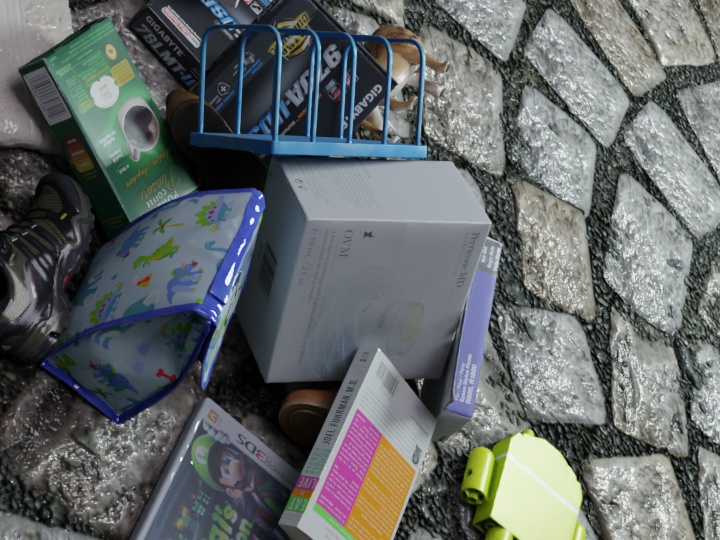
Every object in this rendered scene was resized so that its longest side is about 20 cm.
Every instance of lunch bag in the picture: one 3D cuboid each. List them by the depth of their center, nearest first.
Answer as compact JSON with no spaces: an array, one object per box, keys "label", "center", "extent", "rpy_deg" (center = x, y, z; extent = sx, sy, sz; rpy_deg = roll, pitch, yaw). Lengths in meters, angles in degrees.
[{"label":"lunch bag","center":[-0.175,0.024,1.424],"extent":[0.127,0.200,0.171],"rpy_deg":[39,42,-21]}]

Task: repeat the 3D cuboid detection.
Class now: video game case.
[{"label":"video game case","center":[-0.119,0.247,1.470],"extent":[0.182,0.023,0.200],"rpy_deg":[41,42,-17]}]

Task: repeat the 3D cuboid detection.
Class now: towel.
[{"label":"towel","center":[-0.338,-0.208,1.544],"extent":[0.132,0.034,0.201],"rpy_deg":[4,62,-43]}]

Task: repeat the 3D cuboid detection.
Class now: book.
[{"label":"book","center":[0.001,0.195,1.517],"extent":[0.134,0.048,0.201],"rpy_deg":[53,52,-41]}]

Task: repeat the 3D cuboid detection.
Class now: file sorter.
[{"label":"file sorter","center":[-0.048,-0.178,1.544],"extent":[0.199,0.138,0.123],"rpy_deg":[-2,99,-41]}]

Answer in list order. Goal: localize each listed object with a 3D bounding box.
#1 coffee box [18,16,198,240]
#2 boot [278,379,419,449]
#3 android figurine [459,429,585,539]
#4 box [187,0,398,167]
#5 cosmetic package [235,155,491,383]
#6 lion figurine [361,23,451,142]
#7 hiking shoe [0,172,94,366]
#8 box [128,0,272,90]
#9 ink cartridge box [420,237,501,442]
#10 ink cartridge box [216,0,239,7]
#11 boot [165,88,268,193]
[{"label":"coffee box","center":[-0.249,-0.139,1.539],"extent":[0.201,0.044,0.123],"rpy_deg":[62,35,-17]},{"label":"boot","center":[-0.015,0.108,1.626],"extent":[0.199,0.077,0.156],"rpy_deg":[12,55,-37]},{"label":"android figurine","center":[0.190,0.269,1.752],"extent":[0.182,0.041,0.201],"rpy_deg":[39,43,-20]},{"label":"box","center":[-0.084,-0.187,1.671],"extent":[0.159,0.200,0.046],"rpy_deg":[44,3,-15]},{"label":"cosmetic package","center":[0.000,0.000,1.554],"extent":[0.199,0.200,0.123],"rpy_deg":[-1,36,-24]},{"label":"lion figurine","center":[0.030,-0.233,1.899],"extent":[0.122,0.073,0.200],"rpy_deg":[27,44,17]},{"label":"hiking shoe","center":[-0.309,-0.018,1.413],"extent":[0.100,0.076,0.201],"rpy_deg":[29,48,-33]},{"label":"box","center":[-0.142,-0.263,1.768],"extent":[0.200,0.050,0.199],"rpy_deg":[47,40,-10]},{"label":"ink cartridge box","center":[0.109,0.070,1.649],"extent":[0.040,0.200,0.201],"rpy_deg":[12,73,-5]},{"label":"ink cartridge box","center":[-0.177,-0.397,1.704],"extent":[0.199,0.126,0.129],"rpy_deg":[19,43,-6]},{"label":"boot","center":[-0.143,-0.111,1.628],"extent":[0.200,0.073,0.075],"rpy_deg":[60,-5,-34]}]
